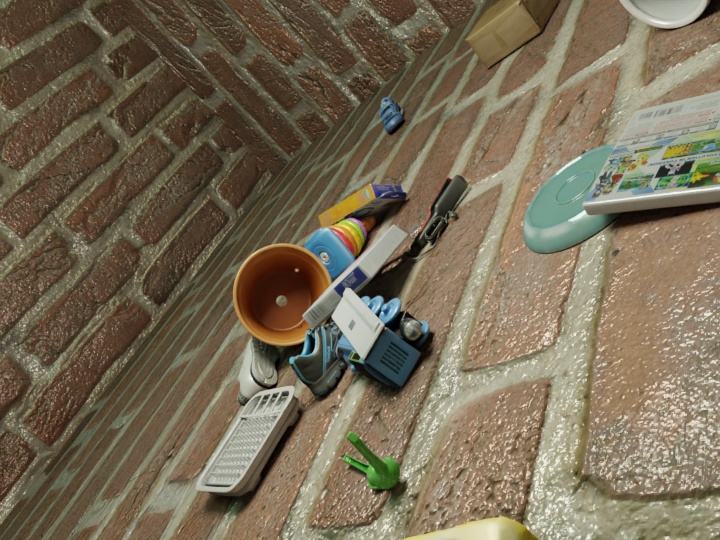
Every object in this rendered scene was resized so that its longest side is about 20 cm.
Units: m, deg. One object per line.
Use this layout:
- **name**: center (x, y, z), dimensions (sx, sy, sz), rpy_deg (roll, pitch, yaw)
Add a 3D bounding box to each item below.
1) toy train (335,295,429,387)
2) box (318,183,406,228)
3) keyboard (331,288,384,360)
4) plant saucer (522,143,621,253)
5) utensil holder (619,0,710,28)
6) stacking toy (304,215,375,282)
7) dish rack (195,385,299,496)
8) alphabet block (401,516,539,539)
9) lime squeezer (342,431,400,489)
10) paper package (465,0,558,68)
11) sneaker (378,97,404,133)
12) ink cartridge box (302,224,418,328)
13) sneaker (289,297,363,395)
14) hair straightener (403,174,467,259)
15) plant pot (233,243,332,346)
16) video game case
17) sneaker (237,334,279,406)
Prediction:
- **toy train**: center (0.022, 0.104, 1.006), dimensions (0.115, 0.086, 0.199), rpy_deg (-56, 20, -14)
- **box**: center (0.010, -0.151, 1.557), dimensions (0.199, 0.042, 0.118), rpy_deg (-29, -14, 37)
- **keyboard**: center (-0.008, 0.075, 0.996), dimensions (0.057, 0.011, 0.200), rpy_deg (-65, 18, 6)
- **plant saucer**: center (0.300, -0.106, 0.925), dimensions (0.200, 0.027, 0.201), rpy_deg (-41, 18, 17)
- **utensil holder**: center (0.535, -0.528, 1.090), dimensions (0.200, 0.170, 0.170), rpy_deg (-48, 17, -12)
- **stacking toy**: center (-0.025, -0.076, 1.523), dimensions (0.200, 0.110, 0.116), rpy_deg (-41, 1, -43)
- **dish rack**: center (-0.181, 0.290, 1.122), dimensions (0.171, 0.044, 0.201), rpy_deg (-21, 30, 52)
- **alphabet block**: center (0.048, 0.284, 0.351), dimensions (0.194, 0.197, 0.201), rpy_deg (-29, 23, 38)
- **lime squeezer**: center (0.010, 0.231, 0.786), dimensions (0.200, 0.070, 0.038), rpy_deg (97, -168, -69)
- **paper package**: center (0.408, -0.670, 1.808), dimensions (0.199, 0.104, 0.191), rpy_deg (-25, 25, 50)
- **sneaker**: center (0.095, -0.512, 2.214), dimensions (0.074, 0.082, 0.201), rpy_deg (-38, 21, 18)
- **ink cartridge box**: center (0.000, 0.000, 1.242), dimensions (0.196, 0.043, 0.200), rpy_deg (-44, 3, 43)
- **sneaker**: center (-0.044, 0.111, 1.141), dimensions (0.073, 0.082, 0.201), rpy_deg (-28, 23, 50)
- **hair straightener**: center (0.142, -0.099, 1.248), dimensions (0.201, 0.041, 0.077), rpy_deg (-53, 18, -21)
- **plant pot**: center (-0.161, 0.056, 1.384), dimensions (0.201, 0.200, 0.140), rpy_deg (-49, 2, -12)
- **video game case**: center (0.380, -0.142, 0.782), dimensions (0.199, 0.022, 0.183), rpy_deg (-2, 46, 54)
- **sneaker**: center (-0.217, 0.196, 1.378), dimensions (0.081, 0.076, 0.200), rpy_deg (-51, 14, 15)
